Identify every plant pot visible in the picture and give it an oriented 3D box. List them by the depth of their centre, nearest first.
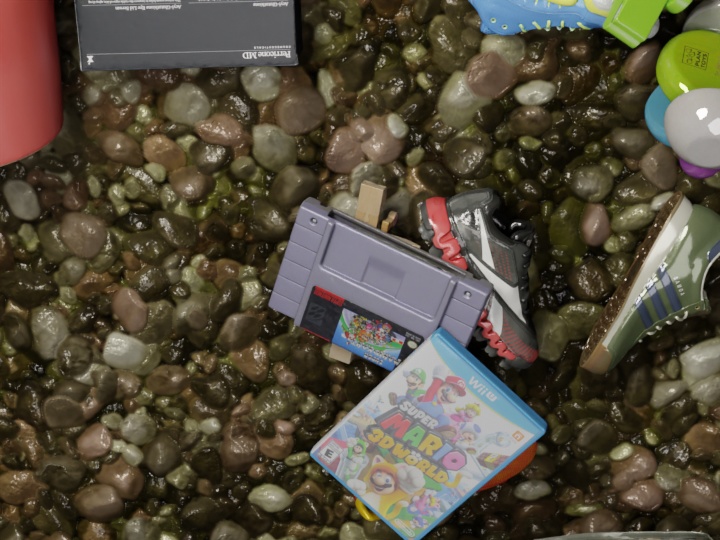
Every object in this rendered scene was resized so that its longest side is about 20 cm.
[{"bbox_3d":[-0.356,-0.196,1.265,0.199,0.201,0.178,-7,120,5],"label":"plant pot"}]

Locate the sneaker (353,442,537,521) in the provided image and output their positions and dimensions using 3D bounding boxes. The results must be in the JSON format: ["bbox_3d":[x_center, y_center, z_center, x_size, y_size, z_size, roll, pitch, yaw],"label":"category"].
[{"bbox_3d":[0.090,0.216,1.461,0.199,0.077,0.073,-22,107,9],"label":"sneaker"}]

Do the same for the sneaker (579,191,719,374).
[{"bbox_3d":[0.299,0.029,1.383,0.090,0.067,0.201,27,107,-2],"label":"sneaker"}]

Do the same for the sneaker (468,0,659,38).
[{"bbox_3d":[0.170,-0.249,1.290,0.200,0.076,0.105,31,128,-10],"label":"sneaker"}]

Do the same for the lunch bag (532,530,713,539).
[{"bbox_3d":[0.287,0.367,1.492,0.199,0.118,0.165,-7,111,-1],"label":"lunch bag"}]

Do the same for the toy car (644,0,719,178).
[{"bbox_3d":[0.348,-0.138,1.287,0.199,0.176,0.150,22,147,-7],"label":"toy car"}]

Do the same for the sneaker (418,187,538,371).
[{"bbox_3d":[0.138,0.005,1.379,0.098,0.071,0.201,-25,107,13],"label":"sneaker"}]

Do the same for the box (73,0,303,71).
[{"bbox_3d":[-0.156,-0.259,1.284,0.199,0.079,0.142,-1,108,2],"label":"box"}]

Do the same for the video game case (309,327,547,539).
[{"bbox_3d":[0.064,0.166,1.385,0.143,0.018,0.200,42,117,-5],"label":"video game case"}]

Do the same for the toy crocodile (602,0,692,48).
[{"bbox_3d":[0.268,-0.290,1.233,0.067,0.062,0.201,24,91,-21],"label":"toy crocodile"}]

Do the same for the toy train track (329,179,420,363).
[{"bbox_3d":[0.000,0.000,1.401,0.114,0.033,0.201,18,120,12],"label":"toy train track"}]

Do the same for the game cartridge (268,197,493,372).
[{"bbox_3d":[0.016,0.027,1.370,0.199,0.038,0.130,25,118,8],"label":"game cartridge"}]
